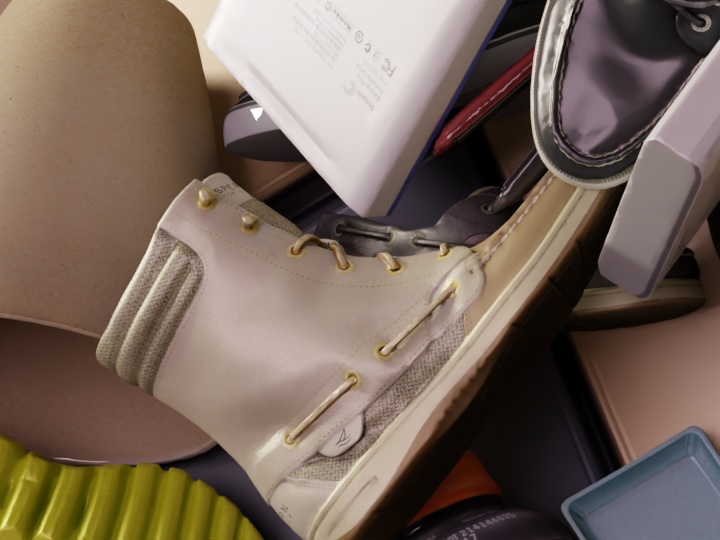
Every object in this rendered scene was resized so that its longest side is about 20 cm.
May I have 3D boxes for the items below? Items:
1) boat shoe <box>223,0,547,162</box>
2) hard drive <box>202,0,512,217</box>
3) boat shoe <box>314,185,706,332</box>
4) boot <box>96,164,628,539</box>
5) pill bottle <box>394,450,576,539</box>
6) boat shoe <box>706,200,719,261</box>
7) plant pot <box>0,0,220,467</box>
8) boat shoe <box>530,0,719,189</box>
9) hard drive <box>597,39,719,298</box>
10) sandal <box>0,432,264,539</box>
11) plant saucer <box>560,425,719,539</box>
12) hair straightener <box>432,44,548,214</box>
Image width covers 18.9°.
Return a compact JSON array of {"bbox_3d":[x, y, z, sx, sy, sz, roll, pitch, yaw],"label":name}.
[{"bbox_3d":[0.028,-0.096,0.997,0.199,0.069,0.057,-13,74,20],"label":"boat shoe"},{"bbox_3d":[0.014,-0.142,0.915,0.132,0.025,0.200,49,124,31],"label":"hard drive"},{"bbox_3d":[0.056,-0.005,0.955,0.200,0.072,0.066,-4,82,35],"label":"boat shoe"},{"bbox_3d":[0.000,0.000,0.882,0.155,0.072,0.200,38,89,20],"label":"boot"},{"bbox_3d":[0.066,0.172,0.891,0.106,0.106,0.200,-40,62,17],"label":"pill bottle"},{"bbox_3d":[0.189,-0.001,0.874,0.075,0.074,0.201,-22,48,34],"label":"boat shoe"},{"bbox_3d":[-0.139,-0.032,1.031,0.187,0.187,0.201,-6,62,30],"label":"plant pot"},{"bbox_3d":[0.122,-0.125,0.817,0.074,0.066,0.200,32,91,6],"label":"boat shoe"},{"bbox_3d":[0.163,-0.092,0.822,0.027,0.132,0.200,35,72,11],"label":"hard drive"},{"bbox_3d":[-0.127,0.133,1.035,0.199,0.087,0.080,19,62,15],"label":"sandal"},{"bbox_3d":[0.161,0.161,0.876,0.070,0.019,0.200,-29,63,-5],"label":"plant saucer"},{"bbox_3d":[0.127,-0.093,0.922,0.200,0.041,0.077,-42,87,-5],"label":"hair straightener"}]
